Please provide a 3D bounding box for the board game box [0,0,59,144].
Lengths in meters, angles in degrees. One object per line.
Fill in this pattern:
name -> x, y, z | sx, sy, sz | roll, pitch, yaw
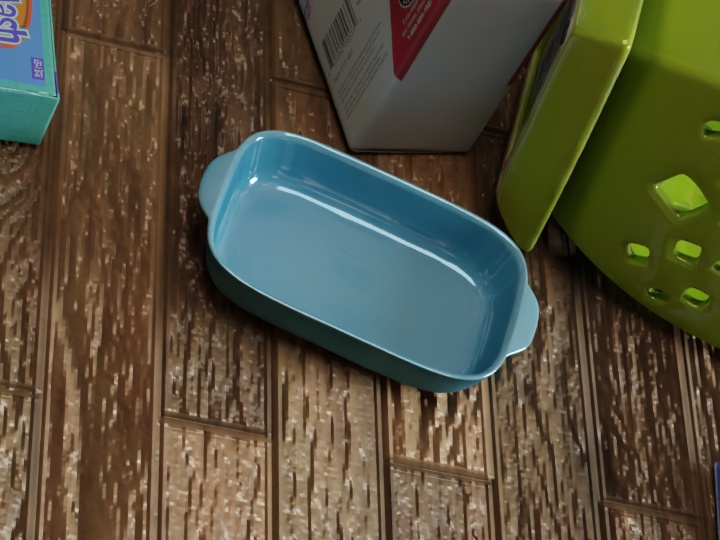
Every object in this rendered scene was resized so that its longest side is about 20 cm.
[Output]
board game box -> -0.267, -0.151, 1.412 | 0.199, 0.045, 0.152 | 7, 51, -20

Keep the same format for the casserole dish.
casserole dish -> 0.000, 0.000, 1.427 | 0.199, 0.039, 0.121 | 24, 48, -6

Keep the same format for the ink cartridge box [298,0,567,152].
ink cartridge box -> 0.028, -0.191, 1.516 | 0.083, 0.146, 0.200 | -1, 55, -28

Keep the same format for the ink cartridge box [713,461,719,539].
ink cartridge box -> 0.293, 0.160, 1.443 | 0.199, 0.039, 0.100 | 14, 50, -15

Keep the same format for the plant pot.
plant pot -> 0.190, -0.102, 1.496 | 0.181, 0.200, 0.199 | 20, 46, -3
